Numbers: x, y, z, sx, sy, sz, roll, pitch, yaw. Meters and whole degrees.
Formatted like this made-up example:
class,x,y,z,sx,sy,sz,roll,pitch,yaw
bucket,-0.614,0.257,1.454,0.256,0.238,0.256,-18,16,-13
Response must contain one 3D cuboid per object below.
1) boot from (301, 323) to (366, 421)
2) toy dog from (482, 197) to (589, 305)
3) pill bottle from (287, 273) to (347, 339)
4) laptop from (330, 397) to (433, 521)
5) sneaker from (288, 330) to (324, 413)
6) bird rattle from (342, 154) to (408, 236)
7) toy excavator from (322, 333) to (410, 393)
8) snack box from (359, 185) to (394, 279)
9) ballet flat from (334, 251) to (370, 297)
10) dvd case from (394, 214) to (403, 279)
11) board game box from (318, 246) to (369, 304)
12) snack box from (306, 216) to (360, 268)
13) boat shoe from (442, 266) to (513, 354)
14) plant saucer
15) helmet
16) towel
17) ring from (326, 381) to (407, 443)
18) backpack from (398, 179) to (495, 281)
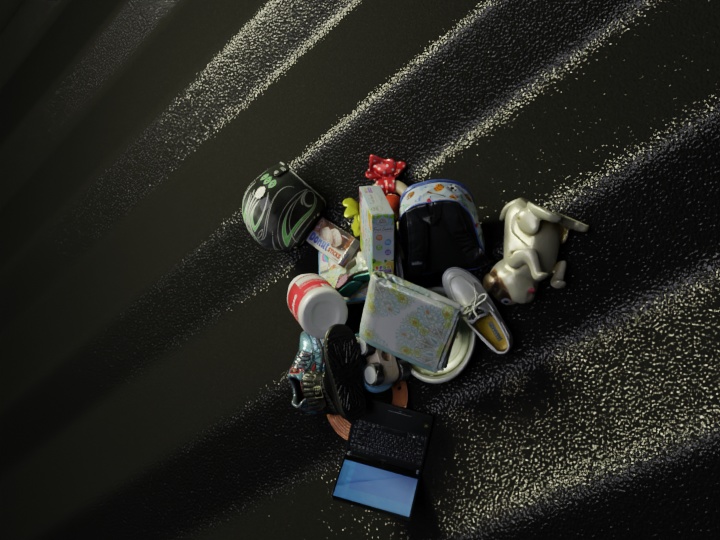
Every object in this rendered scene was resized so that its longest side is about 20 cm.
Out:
class,x,y,z,sx,sy,sz,roll,pitch,yaw
boot,-0.068,0.217,1.638,0.157,0.078,0.216,2,100,58
toy dog,0.314,-0.029,1.475,0.193,0.138,0.203,30,104,38
pill bottle,-0.105,0.073,1.733,0.114,0.111,0.200,-70,21,7
laptop,0.047,0.391,1.602,0.174,0.103,0.204,13,94,8
sneaker,-0.128,0.238,1.819,0.078,0.095,0.204,-12,76,36
bird rattle,0.056,-0.157,1.746,0.162,0.113,0.201,36,79,15
toy excavator,-0.006,0.185,1.682,0.199,0.099,0.198,-35,66,46
snack box,0.032,-0.081,1.587,0.201,0.052,0.145,-108,15,-66
ballet flat,0.000,0.000,1.705,0.199,0.068,0.073,-32,56,54
dvd case,0.076,-0.007,1.622,0.016,0.201,0.152,-6,68,-2
board game box,-0.015,0.009,1.803,0.197,0.034,0.137,-9,77,38
snack box,-0.067,-0.069,1.813,0.073,0.024,0.200,-57,32,1
boat shoe,0.229,0.082,1.500,0.074,0.086,0.204,-34,87,11
plant saucer,0.169,0.138,1.621,0.197,0.050,0.204,-7,79,37
helmet,-0.201,-0.149,1.894,0.191,0.200,0.200,-50,55,1
towel,0.099,0.103,1.519,0.197,0.048,0.173,22,128,11
ring,0.013,0.287,1.706,0.197,0.019,0.204,-7,69,18
backpack,0.163,-0.094,1.556,0.196,0.192,0.156,-10,48,10
